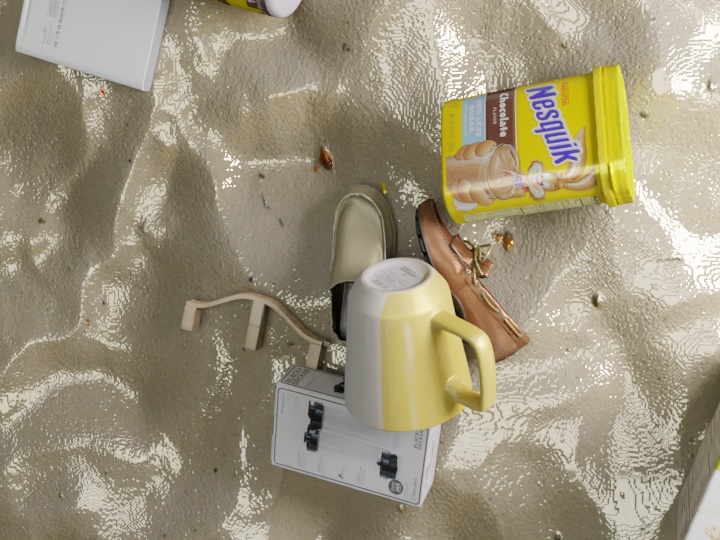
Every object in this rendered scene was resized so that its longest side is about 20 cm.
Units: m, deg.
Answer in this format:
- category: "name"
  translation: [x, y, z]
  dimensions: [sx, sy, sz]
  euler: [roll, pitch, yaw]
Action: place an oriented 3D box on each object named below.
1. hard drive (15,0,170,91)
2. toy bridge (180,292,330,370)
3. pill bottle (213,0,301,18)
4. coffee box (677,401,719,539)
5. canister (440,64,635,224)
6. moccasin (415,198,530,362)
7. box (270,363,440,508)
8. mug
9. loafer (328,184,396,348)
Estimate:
- category: "hard drive"
  translation: [-0.345, -0.322, 1.318]
  dimensions: [0.197, 0.026, 0.134]
  euler: [18, 101, 15]
- category: "toy bridge"
  translation: [-0.129, 0.066, 1.286]
  dimensions: [0.197, 0.027, 0.069]
  euler: [15, 100, 15]
- category: "pill bottle"
  translation: [-0.164, -0.374, 1.210]
  dimensions: [0.197, 0.109, 0.111]
  euler: [19, 101, 15]
- category: "coffee box"
  translation: [0.445, 0.218, 1.026]
  dimensions: [0.197, 0.200, 0.201]
  euler: [23, 102, 15]
- category: "canister"
  translation: [0.191, -0.133, 1.116]
  dimensions: [0.196, 0.087, 0.151]
  euler: [-8, 67, 21]
- category: "moccasin"
  translation: [0.127, 0.006, 1.175]
  dimensions: [0.077, 0.074, 0.204]
  euler: [-31, 83, 9]
- category: "box"
  translation: [-0.006, 0.196, 1.230]
  dimensions: [0.196, 0.060, 0.119]
  euler: [12, 113, 16]
- category: "mug"
  translation: [0.064, 0.073, 1.140]
  dimensions: [0.183, 0.150, 0.156]
  euler: [0, 117, 14]
- category: "loafer"
  translation: [0.000, 0.000, 1.216]
  dimensions: [0.074, 0.068, 0.204]
  euler: [1, 96, 17]
